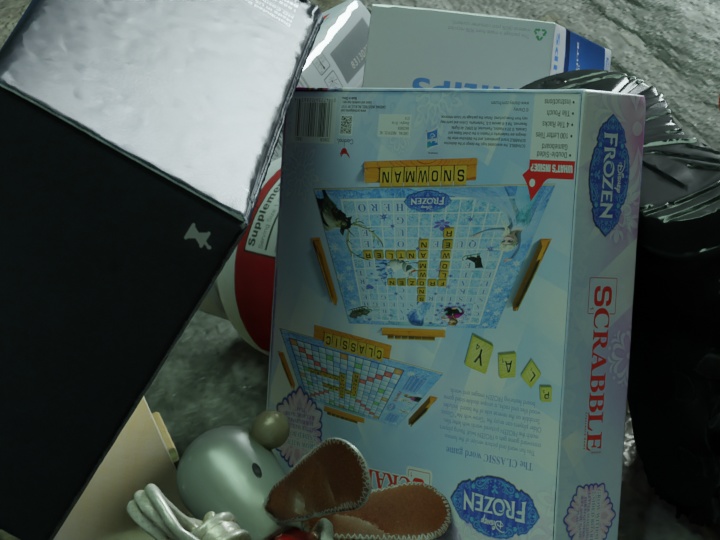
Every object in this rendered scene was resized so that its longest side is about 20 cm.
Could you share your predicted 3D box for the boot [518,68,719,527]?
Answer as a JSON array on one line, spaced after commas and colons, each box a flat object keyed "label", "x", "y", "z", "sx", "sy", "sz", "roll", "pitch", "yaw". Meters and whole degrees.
[{"label": "boot", "x": 0.133, "y": 0.011, "z": 0.964, "sx": 0.073, "sy": 0.163, "sz": 0.198, "roll": -22, "pitch": 30, "yaw": -12}]

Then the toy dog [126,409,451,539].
[{"label": "toy dog", "x": 0.017, "y": 0.109, "z": 0.831, "sx": 0.096, "sy": 0.200, "sz": 0.132, "roll": -54, "pitch": -10, "yaw": 1}]

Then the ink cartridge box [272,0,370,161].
[{"label": "ink cartridge box", "x": -0.096, "y": -0.083, "z": 1.284, "sx": 0.200, "sy": 0.050, "sz": 0.162, "roll": -16, "pitch": 24, "yaw": 35}]

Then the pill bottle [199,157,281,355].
[{"label": "pill bottle", "x": 0.000, "y": 0.000, "z": 1.094, "sx": 0.200, "sy": 0.113, "sz": 0.112, "roll": 13, "pitch": 39, "yaw": 40}]

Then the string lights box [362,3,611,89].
[{"label": "string lights box", "x": 0.075, "y": -0.108, "z": 1.197, "sx": 0.102, "sy": 0.059, "sz": 0.200, "roll": 8, "pitch": 4, "yaw": 14}]

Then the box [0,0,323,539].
[{"label": "box", "x": -0.125, "y": -0.027, "z": 0.928, "sx": 0.123, "sy": 0.200, "sz": 0.199, "roll": 28, "pitch": 31, "yaw": -9}]

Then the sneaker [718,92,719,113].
[{"label": "sneaker", "x": 0.256, "y": -0.068, "z": 1.146, "sx": 0.077, "sy": 0.073, "sz": 0.200, "roll": -36, "pitch": 32, "yaw": -17}]

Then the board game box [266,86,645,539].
[{"label": "board game box", "x": 0.035, "y": 0.020, "z": 0.932, "sx": 0.041, "sy": 0.200, "sz": 0.200, "roll": 2, "pitch": 3, "yaw": -39}]

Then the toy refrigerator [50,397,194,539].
[{"label": "toy refrigerator", "x": -0.113, "y": 0.109, "z": 0.993, "sx": 0.070, "sy": 0.076, "sz": 0.200, "roll": -19, "pitch": 29, "yaw": -9}]
